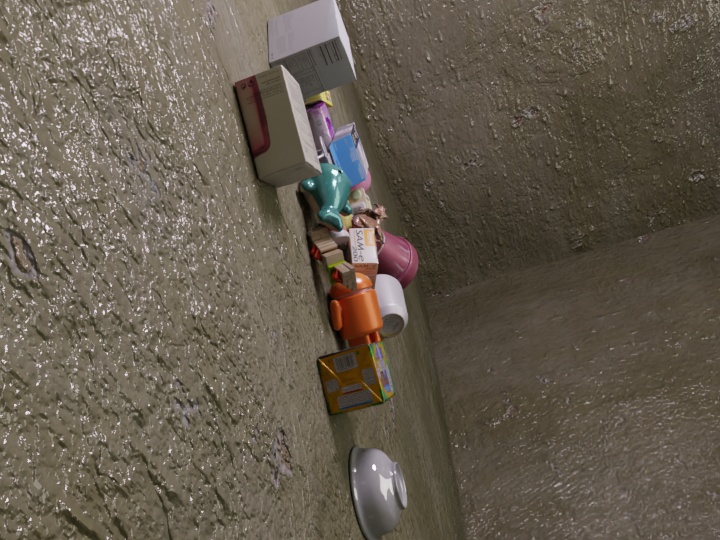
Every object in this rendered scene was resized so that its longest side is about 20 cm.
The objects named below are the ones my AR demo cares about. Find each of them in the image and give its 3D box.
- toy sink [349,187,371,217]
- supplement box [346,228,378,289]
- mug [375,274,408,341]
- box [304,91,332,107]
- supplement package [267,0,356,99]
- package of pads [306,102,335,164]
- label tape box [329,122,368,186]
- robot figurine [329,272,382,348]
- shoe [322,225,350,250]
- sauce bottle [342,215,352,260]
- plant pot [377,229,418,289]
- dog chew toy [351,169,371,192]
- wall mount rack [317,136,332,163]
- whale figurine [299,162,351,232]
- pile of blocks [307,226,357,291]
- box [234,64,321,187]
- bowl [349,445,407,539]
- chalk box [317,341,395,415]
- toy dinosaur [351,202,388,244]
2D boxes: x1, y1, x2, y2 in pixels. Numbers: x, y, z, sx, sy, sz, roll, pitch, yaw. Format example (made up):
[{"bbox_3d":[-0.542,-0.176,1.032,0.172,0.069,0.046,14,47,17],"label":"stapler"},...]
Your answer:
[{"bbox_3d":[-0.019,-0.173,1.827,0.200,0.110,0.133,23,52,-77],"label":"toy sink"},{"bbox_3d":[0.000,0.000,1.604,0.202,0.072,0.128,96,-9,-48],"label":"supplement box"},{"bbox_3d":[0.075,0.130,1.714,0.154,0.146,0.189,-113,-175,-57],"label":"mug"},{"bbox_3d":[-0.141,-0.529,1.808,0.200,0.074,0.051,-58,134,-78],"label":"box"},{"bbox_3d":[-0.133,-0.595,1.587,0.148,0.196,0.194,60,18,-53],"label":"supplement package"},{"bbox_3d":[-0.110,-0.390,1.757,0.121,0.074,0.204,-84,156,-68],"label":"package of pads"},{"bbox_3d":[-0.030,-0.334,1.731,0.201,0.062,0.146,-82,154,-62],"label":"label tape box"},{"bbox_3d":[-0.012,0.095,1.456,0.117,0.141,0.204,155,-80,-79],"label":"robot figurine"},{"bbox_3d":[-0.072,-0.107,1.527,0.200,0.070,0.093,98,-26,-84],"label":"shoe"},{"bbox_3d":[-0.050,-0.116,1.702,0.066,0.065,0.205,21,58,-77],"label":"sauce bottle"},{"bbox_3d":[0.073,-0.046,1.981,0.179,0.197,0.203,40,33,-46],"label":"plant pot"},{"bbox_3d":[-0.047,-0.339,1.933,0.202,0.123,0.125,61,14,-21],"label":"dog chew toy"},{"bbox_3d":[-0.107,-0.251,1.593,0.174,0.073,0.204,-88,161,-70],"label":"wall mount rack"},{"bbox_3d":[-0.075,-0.186,1.447,0.157,0.104,0.202,28,31,-30],"label":"whale figurine"},{"bbox_3d":[-0.079,-0.023,1.390,0.201,0.061,0.083,55,-28,34],"label":"pile of blocks"},{"bbox_3d":[-0.165,-0.288,1.200,0.128,0.107,0.204,8,67,-79],"label":"box"},{"bbox_3d":[0.047,0.477,1.282,0.201,0.089,0.205,-17,91,-81],"label":"bowl"},{"bbox_3d":[-0.001,0.232,1.285,0.200,0.122,0.127,24,50,-75],"label":"chalk box"},{"bbox_3d":[0.013,-0.132,1.685,0.199,0.084,0.138,3,70,-65],"label":"toy dinosaur"}]
